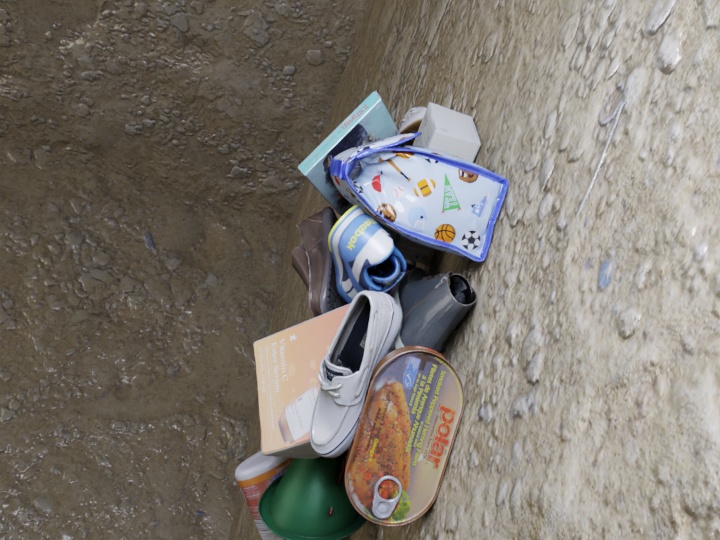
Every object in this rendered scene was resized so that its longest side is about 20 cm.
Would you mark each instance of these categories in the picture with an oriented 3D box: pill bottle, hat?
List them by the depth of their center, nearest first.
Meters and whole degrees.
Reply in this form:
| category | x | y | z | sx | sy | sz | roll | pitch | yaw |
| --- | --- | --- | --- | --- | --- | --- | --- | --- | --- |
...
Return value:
| category | x | y | z | sx | sy | sz | roll | pitch | yaw |
| --- | --- | --- | --- | --- | --- | --- | --- | --- | --- |
| hat | -0.052 | 0.249 | 1.068 | 0.199 | 0.162 | 0.181 | -31 | -51 | -59 |
| pill bottle | -0.111 | 0.382 | 1.198 | 0.204 | 0.110 | 0.112 | 66 | 168 | -2 |

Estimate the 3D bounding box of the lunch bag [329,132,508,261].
| category | x | y | z | sx | sy | sz | roll | pitch | yaw |
| --- | --- | --- | --- | --- | --- | --- | --- | --- | --- |
| lunch bag | 0.061 | -0.104 | 0.948 | 0.170 | 0.195 | 0.127 | -134 | 61 | -78 |

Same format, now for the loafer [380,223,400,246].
| category | x | y | z | sx | sy | sz | roll | pitch | yaw |
| --- | --- | --- | --- | --- | --- | --- | --- | --- | --- |
| loafer | 0.030 | -0.069 | 1.082 | 0.063 | 0.070 | 0.205 | 30 | -104 | -81 |

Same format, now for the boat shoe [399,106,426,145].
| category | x | y | z | sx | sy | sz | roll | pitch | yaw |
| --- | --- | --- | --- | --- | --- | --- | --- | --- | --- |
| boat shoe | 0.097 | -0.246 | 1.293 | 0.200 | 0.069 | 0.071 | 149 | 134 | -76 |

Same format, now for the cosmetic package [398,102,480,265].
| category | x | y | z | sx | sy | sz | roll | pitch | yaw |
| --- | --- | --- | --- | --- | --- | --- | --- | --- | --- |
| cosmetic package | 0.100 | -0.124 | 1.109 | 0.105 | 0.071 | 0.203 | -91 | 19 | -56 |

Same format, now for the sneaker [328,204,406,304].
| category | x | y | z | sx | sy | sz | roll | pitch | yaw |
| --- | --- | --- | --- | --- | --- | --- | --- | --- | --- |
| sneaker | 0.015 | 0.005 | 0.961 | 0.074 | 0.081 | 0.201 | -49 | -26 | -16 |

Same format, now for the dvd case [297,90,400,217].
| category | x | y | z | sx | sy | sz | roll | pitch | yaw |
| --- | --- | --- | --- | --- | --- | --- | --- | --- | --- |
| dvd case | 0.002 | -0.151 | 1.087 | 0.146 | 0.022 | 0.200 | -44 | -24 | 1 |

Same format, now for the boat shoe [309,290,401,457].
| category | x | y | z | sx | sy | sz | roll | pitch | yaw |
| --- | --- | --- | --- | --- | --- | --- | --- | --- | --- |
| boat shoe | -0.017 | 0.119 | 0.876 | 0.071 | 0.065 | 0.204 | 31 | 98 | 37 |

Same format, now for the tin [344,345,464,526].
| category | x | y | z | sx | sy | sz | roll | pitch | yaw |
| --- | --- | --- | --- | --- | --- | --- | --- | --- | --- |
| tin | 0.049 | 0.185 | 0.856 | 0.042 | 0.109 | 0.205 | -84 | 11 | -83 |

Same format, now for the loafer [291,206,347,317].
| category | x | y | z | sx | sy | sz | roll | pitch | yaw |
| --- | --- | --- | --- | --- | --- | --- | --- | --- | --- |
| loafer | -0.060 | -0.003 | 1.072 | 0.203 | 0.069 | 0.074 | -92 | -18 | -48 |

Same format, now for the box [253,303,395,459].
| category | x | y | z | sx | sy | sz | roll | pitch | yaw |
| --- | --- | --- | --- | --- | --- | --- | --- | --- | --- |
| box | -0.031 | 0.146 | 0.992 | 0.197 | 0.105 | 0.156 | -23 | 64 | 31 |

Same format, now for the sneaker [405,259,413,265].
| category | x | y | z | sx | sy | sz | roll | pitch | yaw |
| --- | --- | --- | --- | --- | --- | --- | --- | --- | --- |
| sneaker | 0.018 | -0.015 | 1.228 | 0.203 | 0.127 | 0.081 | -87 | 15 | -50 |

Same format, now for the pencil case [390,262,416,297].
| category | x | y | z | sx | sy | sz | roll | pitch | yaw |
| --- | --- | --- | --- | --- | --- | --- | --- | --- | --- |
| pencil case | 0.028 | 0.087 | 1.115 | 0.088 | 0.086 | 0.204 | -113 | 46 | -73 |

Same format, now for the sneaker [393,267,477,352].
| category | x | y | z | sx | sy | sz | roll | pitch | yaw |
| --- | --- | --- | --- | --- | --- | --- | --- | --- | --- |
| sneaker | 0.099 | 0.033 | 0.955 | 0.107 | 0.074 | 0.201 | -51 | 15 | 23 |
